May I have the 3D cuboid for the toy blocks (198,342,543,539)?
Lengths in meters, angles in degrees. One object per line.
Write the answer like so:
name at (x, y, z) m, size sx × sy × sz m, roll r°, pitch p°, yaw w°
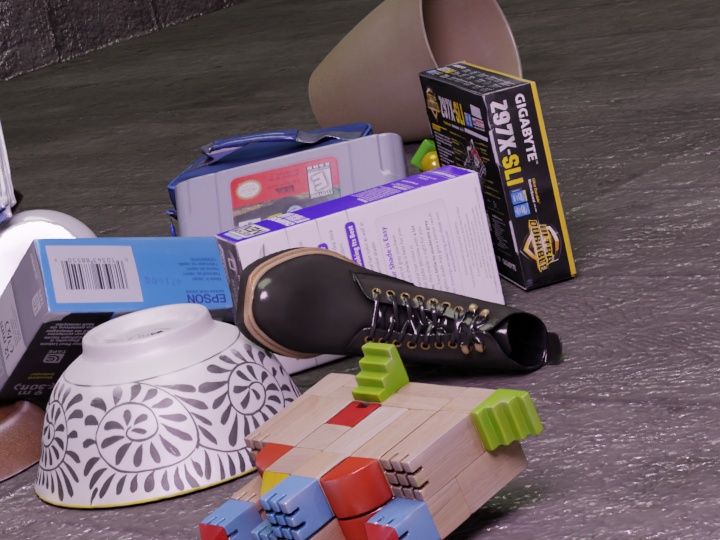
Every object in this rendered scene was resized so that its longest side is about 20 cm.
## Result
toy blocks at (-0.007, 0.119, 1.237) m, size 0.137 × 0.100 × 0.200 m, roll -36°, pitch 23°, yaw -33°

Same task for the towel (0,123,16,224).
towel at (-0.357, -0.051, 1.734) m, size 0.200 × 0.024 × 0.147 m, roll -33°, pitch 50°, yaw 21°

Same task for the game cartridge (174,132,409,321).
game cartridge at (-0.053, -0.029, 1.793) m, size 0.199 × 0.134 × 0.041 m, roll -13°, pitch -20°, yaw 13°

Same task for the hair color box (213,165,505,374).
hair color box at (0.000, 0.000, 1.653) m, size 0.199 × 0.110 × 0.065 m, roll -17°, pitch 13°, yaw -19°

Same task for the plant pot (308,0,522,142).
plant pot at (0.047, -0.218, 2.429) m, size 0.199 × 0.188 × 0.187 m, roll -21°, pitch 6°, yaw 35°

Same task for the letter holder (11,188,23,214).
letter holder at (-0.391, -0.011, 1.857) m, size 0.200 × 0.100 × 0.142 m, roll -60°, pitch 21°, yaw -3°

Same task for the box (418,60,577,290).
box at (0.109, -0.081, 1.775) m, size 0.049 × 0.160 × 0.200 m, roll -14°, pitch 12°, yaw -10°

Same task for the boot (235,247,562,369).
boot at (0.028, 0.030, 1.474) m, size 0.138 × 0.078 × 0.200 m, roll 7°, pitch 1°, yaw 44°

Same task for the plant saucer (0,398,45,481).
plant saucer at (-0.317, 0.129, 1.590) m, size 0.199 × 0.035 × 0.200 m, roll -13°, pitch 14°, yaw 3°

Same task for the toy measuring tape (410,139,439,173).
toy measuring tape at (0.105, -0.089, 2.065) m, size 0.073 × 0.074 × 0.200 m, roll -8°, pitch -4°, yaw 21°

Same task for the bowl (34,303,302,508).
bowl at (-0.135, 0.080, 1.484) m, size 0.200 × 0.095 × 0.201 m, roll -12°, pitch 12°, yaw 3°

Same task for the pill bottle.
pill bottle at (-0.253, 0.011, 1.741) m, size 0.112 × 0.113 × 0.200 m, roll -15°, pitch -3°, yaw -8°

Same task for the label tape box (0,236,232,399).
label tape box at (-0.198, 0.051, 1.604) m, size 0.143 × 0.066 × 0.200 m, roll -1°, pitch -31°, yaw -29°

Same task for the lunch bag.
lunch bag at (-0.074, -0.057, 1.913) m, size 0.199 × 0.133 × 0.136 m, roll -10°, pitch 13°, yaw 11°
